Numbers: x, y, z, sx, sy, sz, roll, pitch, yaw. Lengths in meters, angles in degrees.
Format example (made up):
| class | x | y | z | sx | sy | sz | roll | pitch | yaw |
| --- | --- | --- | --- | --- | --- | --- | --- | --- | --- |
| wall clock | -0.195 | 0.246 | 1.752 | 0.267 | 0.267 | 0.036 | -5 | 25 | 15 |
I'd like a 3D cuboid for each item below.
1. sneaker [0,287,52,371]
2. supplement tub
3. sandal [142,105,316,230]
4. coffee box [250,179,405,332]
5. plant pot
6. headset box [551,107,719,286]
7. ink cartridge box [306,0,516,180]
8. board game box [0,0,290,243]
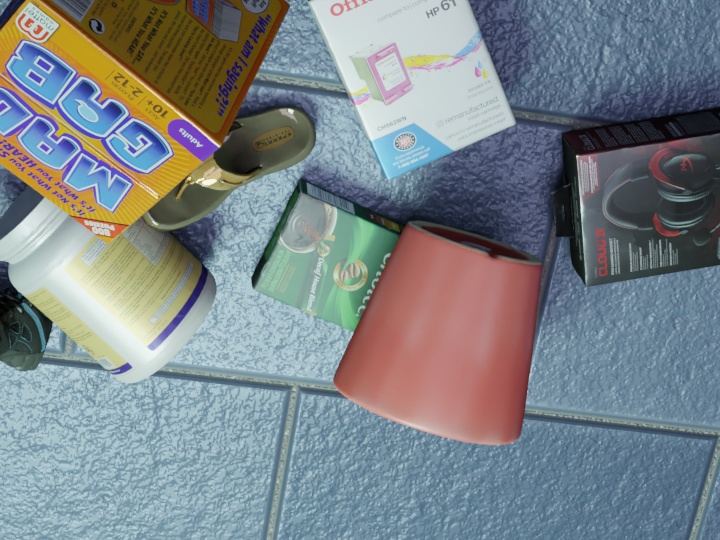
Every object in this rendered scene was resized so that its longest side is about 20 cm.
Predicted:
| class | x | y | z | sx | sy | sz | roll | pitch | yaw |
| --- | --- | --- | --- | --- | --- | --- | --- | --- | --- |
| sneaker | -0.368 | 0.052 | 1.497 | 0.073 | 0.200 | 0.082 | 31 | 97 | 12 |
| supplement tub | -0.257 | -0.003 | 1.498 | 0.145 | 0.146 | 0.200 | -41 | 110 | 11 |
| sandal | -0.130 | -0.109 | 1.481 | 0.199 | 0.054 | 0.081 | -26 | 91 | -15 |
| coffee box | 0.000 | 0.000 | 1.578 | 0.199 | 0.044 | 0.124 | 24 | 107 | -15 |
| plant pot | 0.089 | 0.055 | 1.493 | 0.198 | 0.200 | 0.179 | 15 | 99 | -11 |
| headset box | 0.296 | -0.074 | 1.559 | 0.198 | 0.075 | 0.150 | -8 | 114 | -2 |
| ink cartridge box | 0.047 | -0.213 | 1.473 | 0.143 | 0.085 | 0.201 | -23 | 112 | 5 |
| board game box | -0.220 | -0.191 | 1.354 | 0.199 | 0.201 | 0.199 | 38 | 136 | -18 |
